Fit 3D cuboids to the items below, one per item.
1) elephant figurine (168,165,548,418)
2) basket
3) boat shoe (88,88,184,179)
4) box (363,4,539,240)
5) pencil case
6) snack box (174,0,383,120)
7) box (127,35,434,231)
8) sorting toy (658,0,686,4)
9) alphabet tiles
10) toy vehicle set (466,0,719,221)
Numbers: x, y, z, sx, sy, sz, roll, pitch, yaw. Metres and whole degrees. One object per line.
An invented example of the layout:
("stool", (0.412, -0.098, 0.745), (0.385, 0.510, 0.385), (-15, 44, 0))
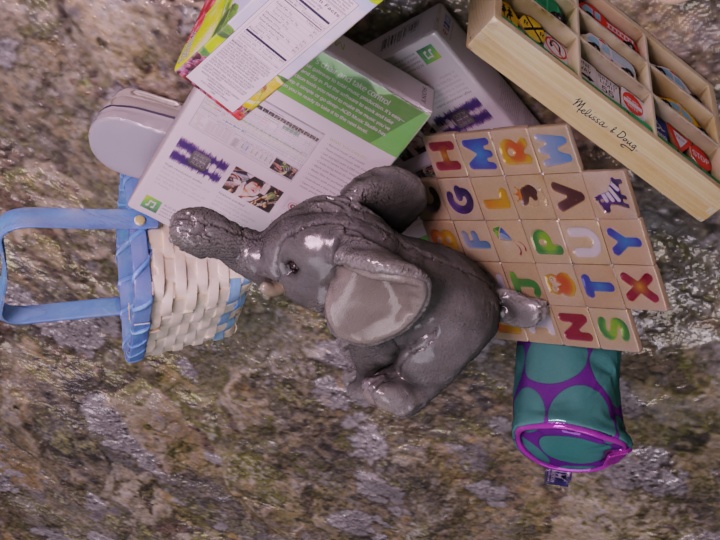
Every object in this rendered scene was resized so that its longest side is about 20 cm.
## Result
("elephant figurine", (0.000, 0.000, 0.809), (0.141, 0.155, 0.200), (31, 164, 47))
("basket", (-0.192, -0.003, 0.970), (0.198, 0.140, 0.177), (-6, 158, -20))
("boat shoe", (-0.104, -0.090, 0.918), (0.198, 0.070, 0.071), (17, 132, 0))
("box", (0.059, -0.089, 0.891), (0.143, 0.037, 0.200), (-21, 128, 35))
("pencil case", (0.167, 0.056, 0.908), (0.092, 0.201, 0.085), (19, 144, -8))
("snack box", (-0.020, -0.196, 0.670), (0.053, 0.201, 0.142), (36, 135, -25))
("box", (-0.059, -0.085, 0.843), (0.143, 0.037, 0.200), (28, 130, -16))
("sorting toy", (0.219, -0.261, 0.662), (0.184, 0.037, 0.201), (-13, 129, 28))
("alphabet tiles", (0.116, -0.021, 0.821), (0.199, 0.006, 0.168), (3, 122, 50))
("toy vehicle set", (0.152, -0.128, 0.757), (0.199, 0.125, 0.026), (32, 130, -21))
